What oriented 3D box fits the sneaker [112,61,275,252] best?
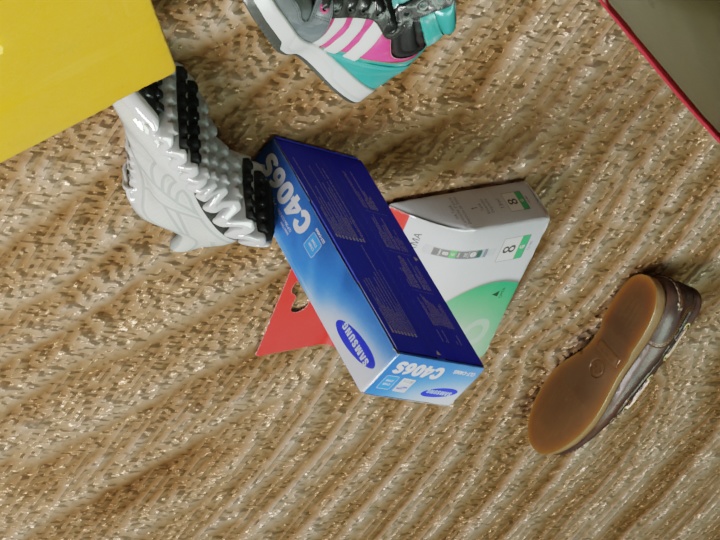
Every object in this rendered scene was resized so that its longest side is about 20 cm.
[{"bbox_3d":[-0.127,-0.070,1.563,0.080,0.076,0.200,-12,144,17],"label":"sneaker"}]

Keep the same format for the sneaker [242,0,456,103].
[{"bbox_3d":[0.000,-0.181,1.502,0.120,0.084,0.200,-34,156,13],"label":"sneaker"}]

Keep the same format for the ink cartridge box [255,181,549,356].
[{"bbox_3d":[0.033,0.014,1.831,0.199,0.050,0.162,-12,142,-33],"label":"ink cartridge box"}]

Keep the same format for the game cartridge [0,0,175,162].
[{"bbox_3d":[-0.222,-0.141,1.399,0.199,0.032,0.177,-28,138,-10],"label":"game cartridge"}]

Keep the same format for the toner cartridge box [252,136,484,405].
[{"bbox_3d":[0.000,0.000,1.639,0.095,0.201,0.043,11,130,-47],"label":"toner cartridge box"}]

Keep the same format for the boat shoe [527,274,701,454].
[{"bbox_3d":[0.224,0.088,2.070,0.070,0.071,0.200,9,129,-41],"label":"boat shoe"}]

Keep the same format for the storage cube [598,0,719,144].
[{"bbox_3d":[0.299,-0.205,1.627,0.179,0.200,0.171,-8,141,-42],"label":"storage cube"}]
